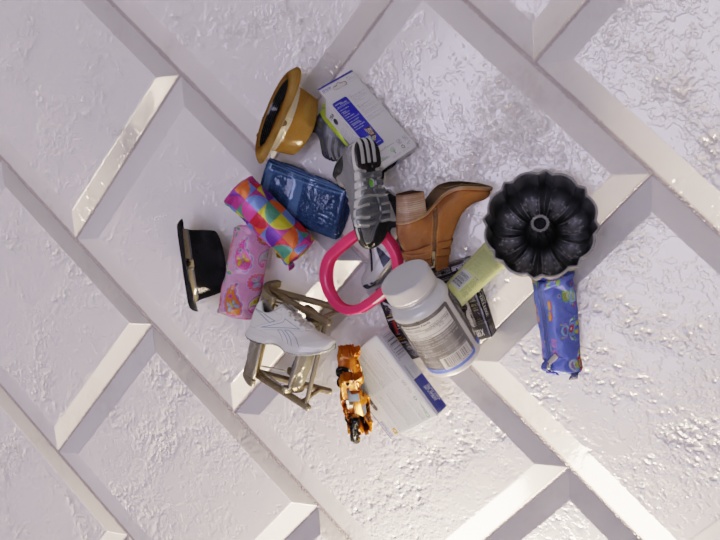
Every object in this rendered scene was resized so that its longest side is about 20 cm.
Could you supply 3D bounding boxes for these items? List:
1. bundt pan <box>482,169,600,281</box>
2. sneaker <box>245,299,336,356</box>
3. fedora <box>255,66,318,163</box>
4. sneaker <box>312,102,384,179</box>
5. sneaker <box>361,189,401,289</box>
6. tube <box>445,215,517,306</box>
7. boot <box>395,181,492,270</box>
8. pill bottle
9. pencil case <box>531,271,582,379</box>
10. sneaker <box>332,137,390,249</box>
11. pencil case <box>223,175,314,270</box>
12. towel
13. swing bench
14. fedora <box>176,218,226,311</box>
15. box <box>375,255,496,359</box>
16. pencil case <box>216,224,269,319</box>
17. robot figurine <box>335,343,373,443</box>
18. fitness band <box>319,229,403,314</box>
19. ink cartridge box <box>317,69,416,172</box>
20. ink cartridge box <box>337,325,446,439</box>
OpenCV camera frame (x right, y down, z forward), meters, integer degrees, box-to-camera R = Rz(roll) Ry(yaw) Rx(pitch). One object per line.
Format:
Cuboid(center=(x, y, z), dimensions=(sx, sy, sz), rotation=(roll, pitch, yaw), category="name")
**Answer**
Cuboid(center=(0.319, -0.070, 1.344), dimensions=(0.200, 0.076, 0.204), rotation=(-5, 71, 13), category="bundt pan")
Cuboid(center=(-0.135, 0.112, 1.459), dimensions=(0.198, 0.074, 0.088), rotation=(13, 97, 24), category="sneaker")
Cuboid(center=(-0.140, -0.295, 1.496), dimensions=(0.081, 0.201, 0.202), rotation=(20, 112, -22), category="fedora")
Cuboid(center=(-0.027, -0.235, 1.494), dimensions=(0.081, 0.074, 0.201), rotation=(-41, 77, 31), category="sneaker")
Cuboid(center=(0.033, -0.072, 1.494), dimensions=(0.130, 0.079, 0.200), rotation=(43, 122, 19), category="sneaker")
Cuboid(center=(0.240, -0.019, 1.405), dimensions=(0.200, 0.052, 0.058), rotation=(-45, 124, -5), category="tube")
Cuboid(center=(0.159, -0.080, 1.405), dimensions=(0.077, 0.198, 0.157), rotation=(21, 122, 62), category="boot")
Cuboid(center=(0.126, 0.086, 1.371), dimensions=(0.113, 0.114, 0.201), rotation=(-21, 118, 24), category="pill bottle")
Cuboid(center=(0.359, 0.096, 1.386), dimensions=(0.078, 0.086, 0.202), rotation=(0, 100, 44), category="pencil case")
Cuboid(center=(-0.004, -0.141, 1.417), dimensions=(0.115, 0.074, 0.202), rotation=(4, 97, 60), category="sneaker")
Cuboid(center=(-0.184, -0.096, 1.532), dimensions=(0.088, 0.088, 0.200), rotation=(-40, 94, 24), category="pencil case")
Cuboid(center=(-0.116, -0.146, 1.554), dimensions=(0.199, 0.048, 0.113), rotation=(23, 109, 16), category="towel")
Cuboid(center=(-0.146, 0.150, 1.575), dimensions=(0.199, 0.130, 0.201), rotation=(19, 104, 18), category="swing bench")
Cuboid(center=(-0.338, -0.016, 1.635), dimensions=(0.091, 0.201, 0.203), rotation=(-8, 99, -12), category="fedora")
Cuboid(center=(0.147, 0.077, 1.488), dimensions=(0.199, 0.050, 0.159), rotation=(-20, 93, 25), category="box")
Cuboid(center=(-0.243, 0.002, 1.592), dimensions=(0.087, 0.087, 0.202), rotation=(8, 85, 21), category="pencil case")
Cuboid(center=(-0.012, 0.252, 1.518), dimensions=(0.058, 0.146, 0.201), rotation=(-8, 130, 2), category="robot figurine")
Cuboid(center=(0.000, 0.000, 1.466), dimensions=(0.200, 0.037, 0.144), rotation=(-37, 75, 36), category="fitness band")
Cuboid(center=(0.008, -0.282, 1.448), dimensions=(0.200, 0.099, 0.039), rotation=(52, 151, 6), category="ink cartridge box")
Cuboid(center=(0.060, 0.232, 1.541), dimensions=(0.197, 0.043, 0.200), rotation=(53, 146, 5), category="ink cartridge box")
